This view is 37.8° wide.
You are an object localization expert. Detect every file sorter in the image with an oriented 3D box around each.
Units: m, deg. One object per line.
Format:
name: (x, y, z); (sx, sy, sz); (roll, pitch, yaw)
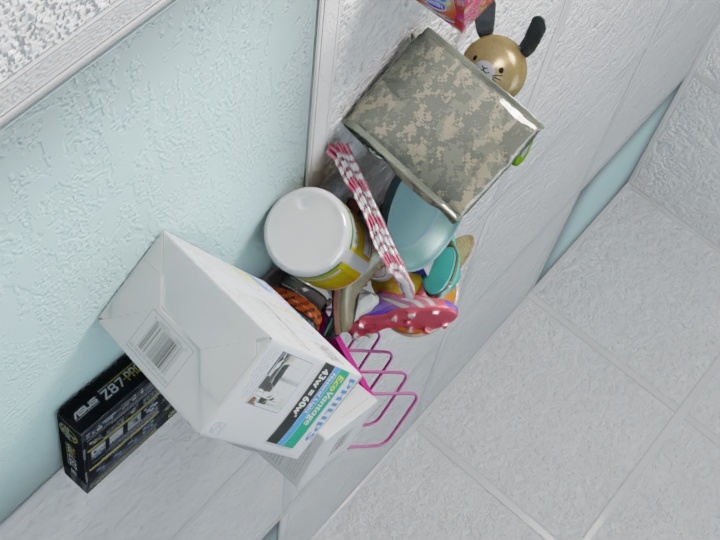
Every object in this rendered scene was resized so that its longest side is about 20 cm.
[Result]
file sorter: (-0.015, 0.174, 1.706); (0.125, 0.201, 0.139); (5, 129, -38)

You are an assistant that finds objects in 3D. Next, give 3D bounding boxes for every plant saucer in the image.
plant saucer: (0.088, -0.097, 1.509); (0.200, 0.036, 0.201); (-34, 136, -39)

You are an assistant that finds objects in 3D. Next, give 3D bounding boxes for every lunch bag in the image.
lunch bag: (0.098, -0.181, 1.312); (0.164, 0.200, 0.118); (-48, 180, 3)

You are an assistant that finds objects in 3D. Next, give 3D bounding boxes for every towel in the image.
towel: (0.017, -0.061, 1.359); (0.030, 0.201, 0.146); (-25, 165, 4)

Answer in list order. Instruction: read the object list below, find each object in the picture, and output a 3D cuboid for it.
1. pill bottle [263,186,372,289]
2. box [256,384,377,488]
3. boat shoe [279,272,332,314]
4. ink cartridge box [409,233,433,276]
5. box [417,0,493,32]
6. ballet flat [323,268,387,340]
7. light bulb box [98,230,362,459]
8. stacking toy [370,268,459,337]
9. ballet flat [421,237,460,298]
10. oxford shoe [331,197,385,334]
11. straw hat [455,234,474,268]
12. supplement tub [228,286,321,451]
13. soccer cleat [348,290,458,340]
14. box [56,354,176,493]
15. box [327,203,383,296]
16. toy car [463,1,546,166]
pill bottle: (-0.046, -0.035, 1.373); (0.113, 0.113, 0.200); (-52, 165, 2)
box: (-0.105, 0.193, 1.553); (0.152, 0.200, 0.107); (-27, 151, -55)
boat shoe: (-0.086, 0.041, 1.517); (0.060, 0.072, 0.200); (-53, 171, -5)
ink cartridge box: (0.110, -0.102, 1.643); (0.201, 0.044, 0.094); (-68, 153, -21)
box: (0.138, -0.375, 1.152); (0.200, 0.099, 0.096); (-48, 165, -16)
ballet flat: (0.002, 0.016, 1.593); (0.068, 0.068, 0.202); (-91, -163, -83)
light bulb box: (-0.137, 0.084, 1.136); (0.125, 0.198, 0.200); (-51, 148, 4)
stacking toy: (0.066, 0.014, 1.712); (0.146, 0.146, 0.200); (-51, 148, -1)
ballet flat: (0.133, -0.020, 1.693); (0.067, 0.201, 0.070); (-21, 135, 18)
oxford shoe: (0.000, 0.000, 1.519); (0.071, 0.074, 0.202); (-95, -166, -74)
straw hat: (0.103, -0.022, 1.878); (0.201, 0.085, 0.201); (-42, -166, 13)
supplement tub: (-0.133, 0.131, 1.418); (0.123, 0.122, 0.201); (98, 14, -62)
soccer cleat: (0.058, 0.058, 1.630); (0.067, 0.199, 0.077); (48, 41, -44)
box: (-0.274, 0.159, 1.275); (0.200, 0.049, 0.162); (-43, 161, -32)
box: (0.019, -0.042, 1.697); (0.200, 0.035, 0.110); (-48, 164, -12)
toy car: (0.170, -0.262, 1.420); (0.158, 0.164, 0.201); (-22, 138, -62)
